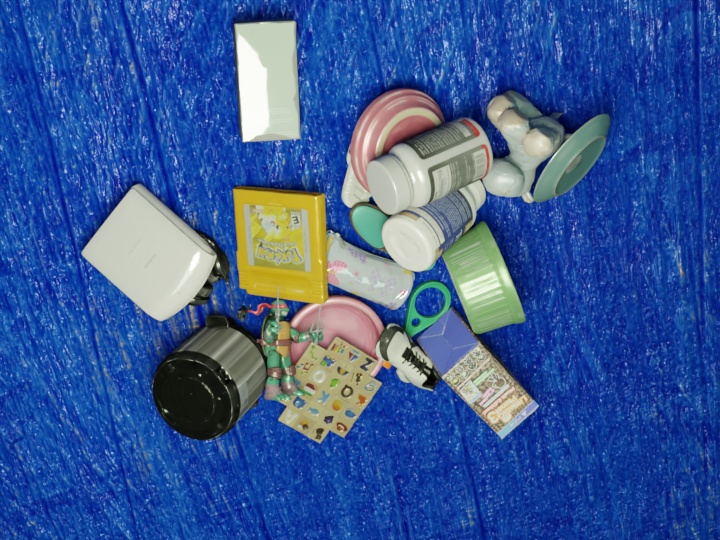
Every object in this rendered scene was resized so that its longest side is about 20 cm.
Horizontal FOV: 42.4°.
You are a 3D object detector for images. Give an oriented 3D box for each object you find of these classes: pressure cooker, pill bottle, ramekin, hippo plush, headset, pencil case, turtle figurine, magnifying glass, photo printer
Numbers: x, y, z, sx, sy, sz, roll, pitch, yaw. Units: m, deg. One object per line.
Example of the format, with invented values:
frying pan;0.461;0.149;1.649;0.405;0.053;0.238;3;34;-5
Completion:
pressure cooker;-0.260;0.193;1.681;0.178;0.200;0.176;41;119;1
pill bottle;0.137;-0.096;1.660;0.200;0.111;0.112;-42;117;-34
ramekin;0.222;0.019;1.713;0.097;0.200;0.201;-22;112;5
hippo plush;0.280;-0.220;1.689;0.159;0.199;0.161;45;123;20
headset;-0.281;0.016;1.664;0.200;0.094;0.124;40;98;-9
pencil case;0.000;0.000;1.720;0.199;0.083;0.091;24;90;-18
turtle figurine;-0.135;0.127;1.663;0.149;0.100;0.202;-1;93;-50
pill bottle;0.116;-0.177;1.581;0.199;0.114;0.115;-25;113;-23
magnifying glass;0.103;0.106;1.811;0.079;0.022;0.201;32;98;-20
photo printer;-0.362;-0.024;1.613;0.200;0.069;0.167;42;98;2

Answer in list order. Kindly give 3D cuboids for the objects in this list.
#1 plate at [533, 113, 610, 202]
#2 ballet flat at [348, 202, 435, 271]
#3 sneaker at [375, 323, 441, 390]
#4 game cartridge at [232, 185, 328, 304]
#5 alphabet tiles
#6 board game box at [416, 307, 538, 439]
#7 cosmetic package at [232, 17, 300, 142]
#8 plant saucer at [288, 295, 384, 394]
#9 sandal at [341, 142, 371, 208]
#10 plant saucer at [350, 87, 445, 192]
plate;0.391;-0.196;1.685;0.026;0.200;0.200;45;97;20
ballet flat;0.055;-0.063;1.715;0.200;0.068;0.068;36;101;-20
sneaker;0.095;0.165;1.754;0.074;0.080;0.200;-57;143;-11
game cartridge;-0.143;-0.046;1.656;0.175;0.032;0.202;6;109;22
alphabet tiles;-0.062;0.227;1.757;0.166;0.006;0.201;31;101;-20
board game box;0.223;0.195;1.780;0.097;0.160;0.200;-42;117;5
cosmetic package;-0.160;-0.325;1.577;0.106;0.090;0.202;-3;106;-10
plant saucer;-0.051;0.139;1.767;0.199;0.051;0.202;-3;110;-9
sandal;0.008;-0.212;1.662;0.082;0.050;0.204;16;103;-40
plant saucer;0.078;-0.218;1.641;0.199;0.051;0.202;-15;119;-28
